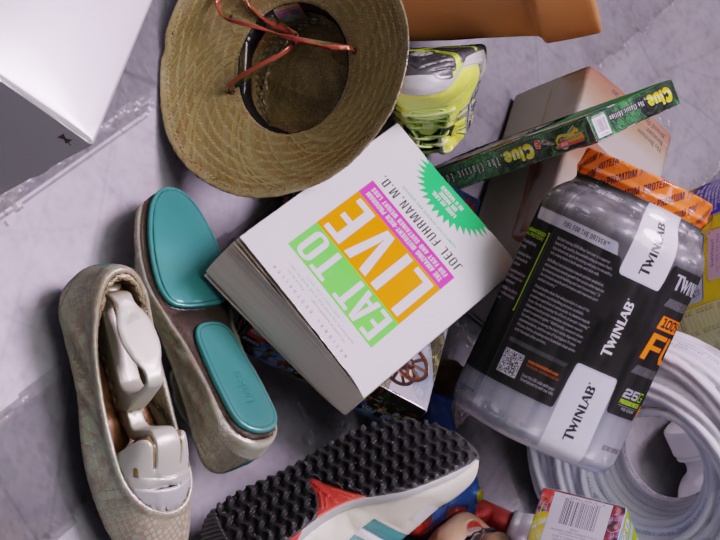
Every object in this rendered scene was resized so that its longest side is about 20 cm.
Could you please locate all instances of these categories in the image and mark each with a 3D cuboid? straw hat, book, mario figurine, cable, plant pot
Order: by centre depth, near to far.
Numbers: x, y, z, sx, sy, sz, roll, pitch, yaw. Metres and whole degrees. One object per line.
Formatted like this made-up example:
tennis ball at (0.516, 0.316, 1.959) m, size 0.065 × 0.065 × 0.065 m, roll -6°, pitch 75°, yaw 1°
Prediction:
book at (0.006, -0.002, 1.623) m, size 0.134 × 0.048 × 0.200 m, roll 48°, pitch 43°, yaw 2°
straw hat at (-0.037, -0.133, 1.661) m, size 0.085 × 0.200 × 0.202 m, roll 36°, pitch 49°, yaw -61°
mario figurine at (0.071, 0.157, 1.672) m, size 0.123 × 0.106 × 0.201 m, roll -14°, pitch 75°, yaw -8°
plant pot at (0.076, -0.245, 1.681) m, size 0.200 × 0.140 × 0.201 m, roll -15°, pitch 90°, yaw -84°
cable at (0.218, 0.138, 1.746) m, size 0.069 × 0.200 × 0.201 m, roll -29°, pitch 134°, yaw -51°

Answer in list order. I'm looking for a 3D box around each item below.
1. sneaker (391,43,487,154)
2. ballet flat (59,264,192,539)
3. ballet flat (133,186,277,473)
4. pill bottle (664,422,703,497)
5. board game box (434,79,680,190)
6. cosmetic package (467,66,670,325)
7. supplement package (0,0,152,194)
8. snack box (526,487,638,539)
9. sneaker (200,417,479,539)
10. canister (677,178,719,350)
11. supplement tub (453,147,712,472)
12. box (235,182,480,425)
sneaker at (0.056, -0.121, 1.723) m, size 0.200 × 0.075 × 0.077 m, roll -11°, pitch 100°, yaw -82°
ballet flat at (-0.144, 0.093, 1.526) m, size 0.067 × 0.062 × 0.201 m, roll -14°, pitch 85°, yaw -39°
ballet flat at (-0.114, 0.041, 1.580) m, size 0.067 × 0.062 × 0.200 m, roll 2°, pitch 57°, yaw -40°
pill bottle at (0.316, 0.196, 1.877) m, size 0.112 × 0.112 × 0.200 m, roll -31°, pitch 96°, yaw -43°
board game box at (0.124, -0.090, 1.745) m, size 0.105 × 0.200 × 0.024 m, roll -22°, pitch 93°, yaw -43°
cosmetic package at (0.155, -0.041, 1.833) m, size 0.103 × 0.087 × 0.200 m, roll 37°, pitch 54°, yaw -29°
supplement package at (-0.213, -0.170, 1.525) m, size 0.120 × 0.121 × 0.200 m, roll 36°, pitch 54°, yaw -27°
snack box at (0.136, 0.272, 1.643) m, size 0.169 × 0.067 × 0.200 m, roll 63°, pitch 42°, yaw -61°
sneaker at (-0.012, 0.170, 1.592) m, size 0.199 × 0.070 × 0.094 m, roll -23°, pitch 134°, yaw -23°
canister at (0.290, -0.004, 1.862) m, size 0.086 × 0.200 × 0.149 m, roll 21°, pitch 62°, yaw -34°
supplement tub at (0.156, 0.026, 1.651) m, size 0.122 × 0.122 × 0.200 m, roll 23°, pitch 94°, yaw -34°
box at (0.000, 0.000, 1.670) m, size 0.136 × 0.038 × 0.200 m, roll 28°, pitch 48°, yaw -14°
